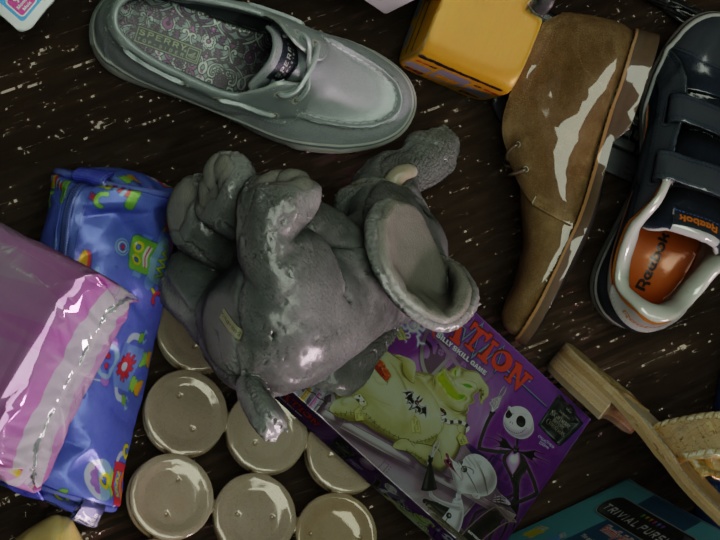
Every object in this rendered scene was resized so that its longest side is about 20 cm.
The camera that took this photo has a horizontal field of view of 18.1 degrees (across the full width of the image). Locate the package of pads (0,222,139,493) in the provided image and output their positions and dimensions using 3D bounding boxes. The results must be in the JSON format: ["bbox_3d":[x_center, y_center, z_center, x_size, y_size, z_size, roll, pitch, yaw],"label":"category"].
[{"bbox_3d":[-0.231,0.023,1.214,0.199,0.076,0.121,25,82,22],"label":"package of pads"}]

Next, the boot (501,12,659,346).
[{"bbox_3d":[0.111,-0.056,1.348,0.075,0.074,0.201,18,90,0],"label":"boot"}]

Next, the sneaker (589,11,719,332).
[{"bbox_3d":[0.200,-0.057,1.352,0.078,0.079,0.201,16,92,-11],"label":"sneaker"}]

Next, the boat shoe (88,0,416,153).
[{"bbox_3d":[-0.058,-0.116,1.304,0.199,0.071,0.071,15,86,-13],"label":"boat shoe"}]

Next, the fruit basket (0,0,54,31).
[{"bbox_3d":[-0.204,-0.266,1.256,0.200,0.094,0.186,42,80,-13],"label":"fruit basket"}]

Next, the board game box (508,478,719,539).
[{"bbox_3d":[0.106,0.197,1.297,0.199,0.151,0.047,-23,104,-13],"label":"board game box"}]

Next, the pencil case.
[{"bbox_3d":[-0.155,0.039,1.271,0.078,0.087,0.202,10,85,22],"label":"pencil case"}]

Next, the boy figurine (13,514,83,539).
[{"bbox_3d":[-0.193,0.237,1.269,0.123,0.064,0.202,5,87,-14],"label":"boy figurine"}]

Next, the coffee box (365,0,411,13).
[{"bbox_3d":[-0.025,-0.248,1.263,0.199,0.080,0.114,30,57,-32],"label":"coffee box"}]

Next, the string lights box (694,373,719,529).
[{"bbox_3d":[0.270,0.110,1.388,0.102,0.059,0.202,11,86,-13],"label":"string lights box"}]

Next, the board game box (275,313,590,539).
[{"bbox_3d":[0.029,0.067,1.327,0.200,0.032,0.120,42,60,-7],"label":"board game box"}]

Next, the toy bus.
[{"bbox_3d":[0.091,-0.207,1.339,0.065,0.078,0.201,21,84,-12],"label":"toy bus"}]

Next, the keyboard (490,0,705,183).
[{"bbox_3d":[0.189,-0.114,1.393,0.199,0.021,0.128,23,84,-13],"label":"keyboard"}]

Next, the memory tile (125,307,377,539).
[{"bbox_3d":[-0.059,0.119,1.309,0.152,0.017,0.201,13,73,-14],"label":"memory tile"}]

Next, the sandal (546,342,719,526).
[{"bbox_3d":[0.205,0.096,1.319,0.212,0.078,0.070,42,96,25],"label":"sandal"}]

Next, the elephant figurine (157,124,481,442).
[{"bbox_3d":[0.000,0.000,1.257,0.199,0.141,0.156,3,103,-37],"label":"elephant figurine"}]
